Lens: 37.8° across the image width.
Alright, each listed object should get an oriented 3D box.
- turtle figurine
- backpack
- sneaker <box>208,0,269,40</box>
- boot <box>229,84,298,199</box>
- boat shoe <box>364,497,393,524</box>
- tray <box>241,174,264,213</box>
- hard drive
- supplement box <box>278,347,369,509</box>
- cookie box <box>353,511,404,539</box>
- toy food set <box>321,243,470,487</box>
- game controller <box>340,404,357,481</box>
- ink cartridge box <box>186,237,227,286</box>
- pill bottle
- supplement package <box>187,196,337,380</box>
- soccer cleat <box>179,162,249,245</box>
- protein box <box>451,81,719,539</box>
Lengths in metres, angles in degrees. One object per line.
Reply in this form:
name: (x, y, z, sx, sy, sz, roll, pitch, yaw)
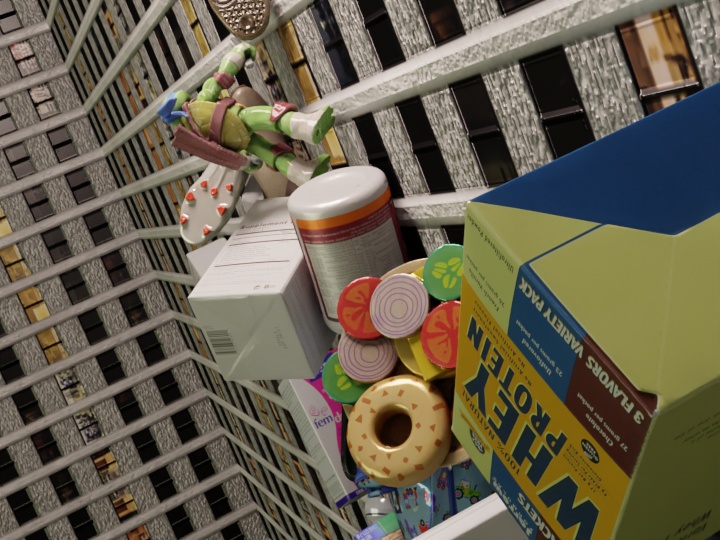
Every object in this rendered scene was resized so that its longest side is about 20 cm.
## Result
turtle figurine: (-0.115, -0.180, 1.210, 0.193, 0.145, 0.200, 23, -171, 17)
backpack: (0.069, 0.194, 1.056, 0.183, 0.133, 0.202, 142, 124, -71)
sneaker: (-0.153, -0.350, 1.210, 0.076, 0.070, 0.201, 44, -159, -82)
boot: (-0.094, -0.122, 1.313, 0.146, 0.070, 0.201, 39, 154, 51)
boat shoe: (0.077, 0.327, 1.258, 0.073, 0.067, 0.199, -13, 146, 42)
tray: (-0.111, -0.040, 1.462, 0.108, 0.022, 0.201, -81, -26, -61)
hard drive: (0.120, 0.248, 0.951, 0.026, 0.199, 0.133, 49, 157, 40)
supplement box: (-0.028, 0.225, 1.515, 0.201, 0.101, 0.103, 61, 162, 12)
cookie box: (0.114, 0.323, 1.123, 0.200, 0.170, 0.076, 42, 154, 50)
toy food set: (0.057, 0.080, 0.954, 0.049, 0.199, 0.199, 28, -145, -59)
game controller: (0.012, 0.149, 1.255, 0.104, 0.042, 0.202, -20, 63, 48)
ink cartridge box: (-0.232, 0.061, 1.921, 0.200, 0.084, 0.145, 53, 159, 38)
pill bottle: (0.000, 0.000, 1.123, 0.109, 0.109, 0.201, 32, 143, 60)
supplement package: (-0.088, 0.016, 1.204, 0.119, 0.200, 0.122, -4, 123, 24)
soccer cleat: (-0.178, -0.124, 1.397, 0.069, 0.201, 0.078, 24, -179, 10)
protein box: (0.165, 0.036, 0.542, 0.135, 0.197, 0.201, 53, 159, 34)
